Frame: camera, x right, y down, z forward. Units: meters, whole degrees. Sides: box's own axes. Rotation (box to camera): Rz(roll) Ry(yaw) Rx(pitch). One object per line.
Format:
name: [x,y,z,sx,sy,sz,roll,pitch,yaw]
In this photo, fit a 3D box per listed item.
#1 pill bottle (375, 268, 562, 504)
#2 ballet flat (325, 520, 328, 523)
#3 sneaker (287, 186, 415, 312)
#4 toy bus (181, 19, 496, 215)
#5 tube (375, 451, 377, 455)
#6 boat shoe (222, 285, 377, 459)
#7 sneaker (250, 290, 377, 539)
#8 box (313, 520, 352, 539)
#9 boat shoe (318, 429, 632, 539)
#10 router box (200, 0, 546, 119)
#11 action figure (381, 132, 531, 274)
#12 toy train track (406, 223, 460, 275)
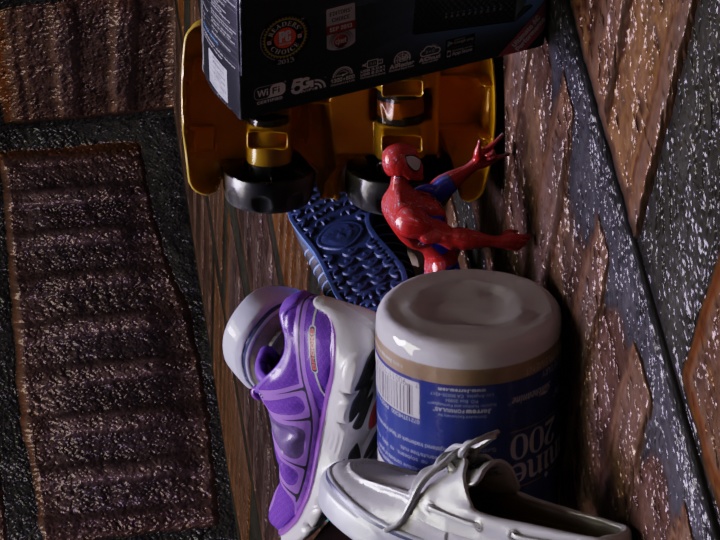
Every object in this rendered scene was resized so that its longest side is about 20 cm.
pill bottle: [0.065,0.109,1.490,0.111,0.111,0.201,-112,18,-63]
ballet flat: [0.021,0.093,1.819,0.068,0.068,0.200,-62,-2,-82]
sneaker: [0.000,0.000,1.639,0.200,0.070,0.078,-106,-1,-55]
toy bus: [-0.016,-0.129,1.645,0.192,0.199,0.136,-95,5,-68]
tube: [0.003,0.108,1.746,0.200,0.077,0.050,40,170,35]
boat shoe: [-0.025,0.070,1.631,0.062,0.072,0.200,36,176,32]
sneaker: [-0.031,0.087,1.557,0.081,0.083,0.200,-46,-23,-46]
box: [-0.004,0.292,1.597,0.200,0.166,0.164,-49,-17,-27]
boat shoe: [0.064,0.126,1.377,0.202,0.075,0.086,22,114,35]
router box: [0.010,-0.181,1.381,0.062,0.199,0.150,-127,29,-46]
action figure: [0.078,-0.001,1.546,0.200,0.099,0.065,64,177,-21]
toy train track: [0.056,0.045,1.738,0.115,0.032,0.200,-50,-33,-32]
